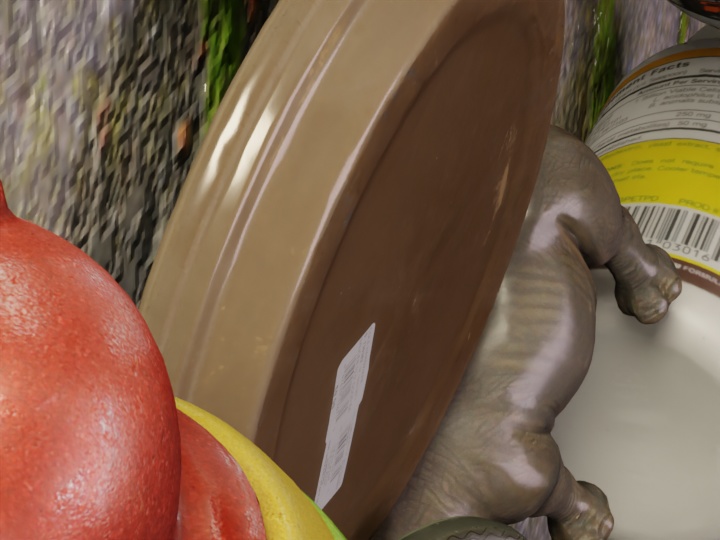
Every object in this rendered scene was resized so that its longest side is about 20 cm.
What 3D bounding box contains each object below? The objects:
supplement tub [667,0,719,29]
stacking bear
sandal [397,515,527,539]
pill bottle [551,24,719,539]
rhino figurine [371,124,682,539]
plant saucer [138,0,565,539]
[{"bbox_3d":[0.116,-0.136,0.882,0.200,0.107,0.107,9,91,-73],"label":"supplement tub"},{"bbox_3d":[-0.052,0.065,0.459,0.200,0.113,0.122,70,34,-52],"label":"stacking bear"},{"bbox_3d":[-0.012,0.146,0.722,0.080,0.057,0.201,2,120,-37],"label":"sandal"},{"bbox_3d":[0.118,-0.006,0.961,0.200,0.109,0.109,-59,154,-48],"label":"pill bottle"},{"bbox_3d":[0.032,0.048,0.792,0.087,0.060,0.200,38,63,-50],"label":"rhino figurine"},{"bbox_3d":[0.000,0.000,0.651,0.200,0.029,0.200,-58,162,-30],"label":"plant saucer"}]
